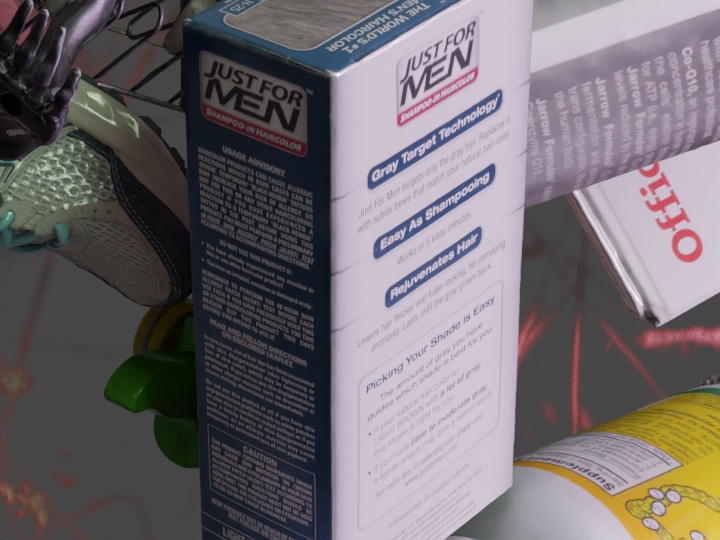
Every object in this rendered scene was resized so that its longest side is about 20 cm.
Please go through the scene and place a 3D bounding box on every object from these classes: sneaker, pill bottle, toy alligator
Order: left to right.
[{"bbox_3d":[-0.142,-0.033,0.882,0.200,0.078,0.086,32,58,-18],"label":"sneaker"},{"bbox_3d":[-0.019,0.027,0.981,0.200,0.059,0.054,-27,132,-47],"label":"toy alligator"},{"bbox_3d":[0.084,-0.090,0.992,0.200,0.114,0.114,-19,84,-9],"label":"pill bottle"},{"bbox_3d":[0.086,0.115,0.995,0.200,0.113,0.113,-16,83,-46],"label":"pill bottle"}]

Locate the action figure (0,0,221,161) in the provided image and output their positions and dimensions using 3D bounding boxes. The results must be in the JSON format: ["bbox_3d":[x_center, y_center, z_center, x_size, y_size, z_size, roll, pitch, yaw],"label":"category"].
[{"bbox_3d":[-0.073,-0.113,0.861,0.119,0.102,0.200,41,35,-3],"label":"action figure"}]

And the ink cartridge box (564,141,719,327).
[{"bbox_3d":[0.162,-0.089,1.098,0.146,0.200,0.085,61,1,-4],"label":"ink cartridge box"}]

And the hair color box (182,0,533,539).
[{"bbox_3d":[0.000,0.000,0.875,0.100,0.060,0.200,-33,136,-42],"label":"hair color box"}]

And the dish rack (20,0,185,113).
[{"bbox_3d":[-0.089,-0.132,0.982,0.200,0.055,0.154,17,62,-39],"label":"dish rack"}]

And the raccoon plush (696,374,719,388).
[{"bbox_3d":[0.217,0.075,1.186,0.134,0.097,0.200,51,14,5],"label":"raccoon plush"}]
